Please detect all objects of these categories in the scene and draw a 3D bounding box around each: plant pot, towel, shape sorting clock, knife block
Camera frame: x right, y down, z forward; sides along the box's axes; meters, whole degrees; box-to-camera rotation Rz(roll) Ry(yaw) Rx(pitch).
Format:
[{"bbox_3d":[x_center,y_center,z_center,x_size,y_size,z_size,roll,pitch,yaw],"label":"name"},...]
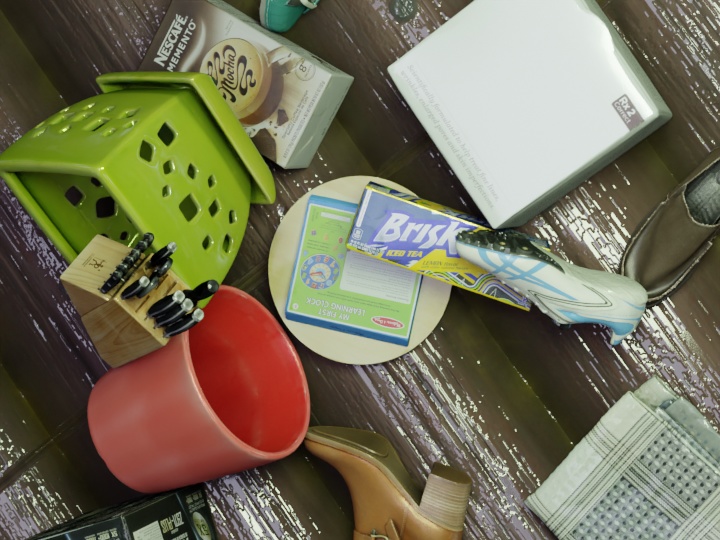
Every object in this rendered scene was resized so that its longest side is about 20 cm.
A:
[{"bbox_3d":[-0.180,0.140,1.629,0.177,0.200,0.201,-30,84,29],"label":"plant pot"},{"bbox_3d":[0.297,0.235,1.554,0.193,0.035,0.200,45,104,11],"label":"towel"},{"bbox_3d":[-0.218,-0.096,1.579,0.199,0.182,0.199,8,140,46],"label":"plant pot"},{"bbox_3d":[0.000,0.000,1.632,0.199,0.039,0.201,0,89,8],"label":"shape sorting clock"},{"bbox_3d":[-0.200,0.042,1.503,0.175,0.201,0.064,23,59,27],"label":"knife block"}]

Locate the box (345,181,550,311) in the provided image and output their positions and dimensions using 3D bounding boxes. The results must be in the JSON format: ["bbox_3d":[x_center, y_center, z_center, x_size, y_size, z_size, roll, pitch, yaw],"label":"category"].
[{"bbox_3d":[0.089,-0.026,1.566,0.199,0.064,0.070,19,99,2],"label":"box"}]

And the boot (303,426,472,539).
[{"bbox_3d":[0.012,0.261,1.635,0.199,0.077,0.156,20,103,8],"label":"boot"}]

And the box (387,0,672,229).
[{"bbox_3d":[0.170,-0.177,1.520,0.200,0.131,0.200,-35,82,16],"label":"box"}]

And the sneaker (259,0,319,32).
[{"bbox_3d":[-0.031,-0.328,1.605,0.080,0.071,0.201,35,99,16],"label":"sneaker"}]

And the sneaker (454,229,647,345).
[{"bbox_3d":[0.182,0.015,1.501,0.199,0.072,0.073,22,107,-2],"label":"sneaker"}]

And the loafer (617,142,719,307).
[{"bbox_3d":[0.319,-0.051,1.510,0.073,0.071,0.201,37,103,12],"label":"loafer"}]

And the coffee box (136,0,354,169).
[{"bbox_3d":[-0.124,-0.206,1.639,0.199,0.080,0.113,31,103,14],"label":"coffee box"}]

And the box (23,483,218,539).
[{"bbox_3d":[-0.268,0.303,1.652,0.163,0.200,0.087,-18,88,18],"label":"box"}]
